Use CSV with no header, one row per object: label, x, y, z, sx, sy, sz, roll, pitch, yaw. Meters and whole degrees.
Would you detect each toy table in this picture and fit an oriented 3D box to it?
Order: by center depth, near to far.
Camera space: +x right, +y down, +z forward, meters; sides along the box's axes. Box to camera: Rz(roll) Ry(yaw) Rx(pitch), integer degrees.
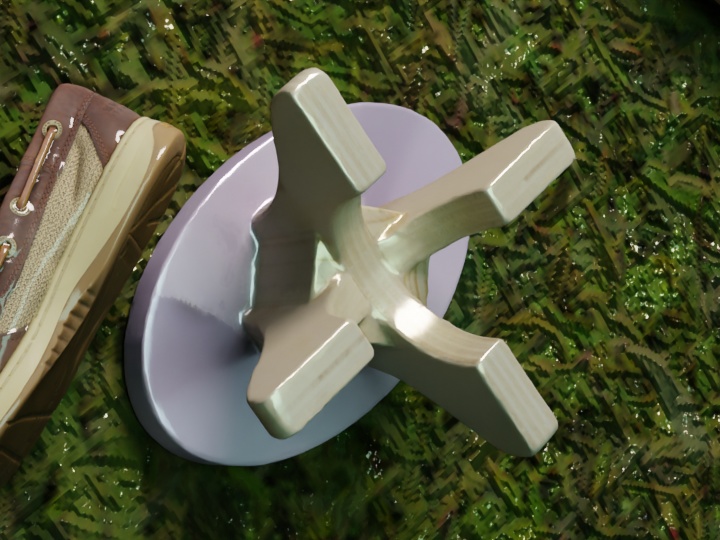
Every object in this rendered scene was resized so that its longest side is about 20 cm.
toy table,0.000,0.000,0.709,0.184,0.117,0.201,44,65,-22

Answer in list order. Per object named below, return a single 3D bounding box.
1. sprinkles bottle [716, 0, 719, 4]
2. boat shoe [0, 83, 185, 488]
sprinkles bottle,0.198,-0.180,0.885,0.199,0.068,0.069,36,67,-26
boat shoe,-0.144,0.017,0.650,0.072,0.072,0.201,28,80,4
